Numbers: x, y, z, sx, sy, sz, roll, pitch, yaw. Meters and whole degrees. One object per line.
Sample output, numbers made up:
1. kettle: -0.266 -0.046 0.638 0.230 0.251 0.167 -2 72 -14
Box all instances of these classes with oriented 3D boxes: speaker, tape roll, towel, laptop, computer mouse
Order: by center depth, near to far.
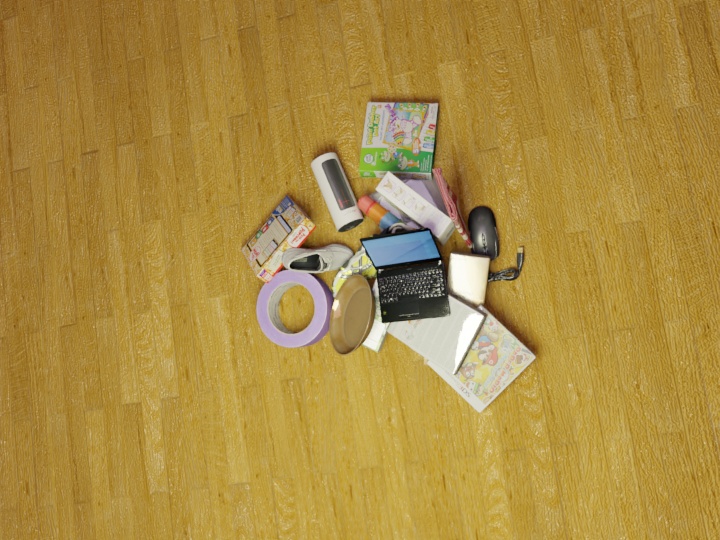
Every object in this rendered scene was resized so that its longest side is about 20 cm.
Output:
1. laptop: 0.104 0.017 1.419 0.174 0.103 0.205 -8 86 22
2. towel: 0.230 -0.148 1.477 0.022 0.200 0.146 -22 65 14
3. computer mouse: 0.342 -0.067 1.538 0.137 0.046 0.205 -2 84 14
4. tape roll: -0.171 0.102 1.619 0.196 0.085 0.205 -1 84 13
5. speaker: -0.062 -0.207 1.626 0.080 0.081 0.203 -24 80 9

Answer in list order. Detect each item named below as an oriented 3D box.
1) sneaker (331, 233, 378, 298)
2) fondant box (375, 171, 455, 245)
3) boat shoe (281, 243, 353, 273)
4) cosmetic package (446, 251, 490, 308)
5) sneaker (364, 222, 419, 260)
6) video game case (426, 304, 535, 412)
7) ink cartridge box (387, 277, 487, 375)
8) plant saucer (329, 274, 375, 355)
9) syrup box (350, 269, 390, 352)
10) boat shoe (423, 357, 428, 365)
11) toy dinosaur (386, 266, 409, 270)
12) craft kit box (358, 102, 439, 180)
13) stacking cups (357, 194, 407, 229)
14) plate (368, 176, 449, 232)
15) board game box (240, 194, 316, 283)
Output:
1. sneaker: 0.000 0.000 1.595 0.076 0.075 0.201 41 96 13
2. fondant box: 0.139 -0.152 1.509 0.199 0.144 0.059 38 94 12
3. boat shoe: -0.104 -0.021 1.582 0.196 0.065 0.075 -7 117 -20
4. cosmetic package: 0.262 0.060 1.513 0.103 0.071 0.205 6 97 12
5. sneaker: 0.076 -0.072 1.485 0.197 0.079 0.080 -8 60 41
6. video game case: 0.291 0.216 1.478 0.182 0.023 0.201 42 105 2
7. ink cartridge box: 0.183 0.129 1.467 0.198 0.047 0.162 31 101 23
8. plant saucer: -0.015 0.113 1.512 0.035 0.199 0.204 15 88 -30
9. syrup box: 0.052 0.101 1.569 0.078 0.081 0.203 23 88 9
10. boat shoe: 0.164 0.143 1.545 0.068 0.074 0.204 -14 83 5
11. toy dinosaur: 0.130 0.058 1.511 0.100 0.058 0.203 -25 91 10
12. craft kit box: 0.103 -0.343 1.604 0.193 0.049 0.204 3 75 15
13. stacking cups: 0.076 -0.124 1.563 0.199 0.060 0.061 40 94 12
14. plate: 0.132 -0.159 1.602 0.198 0.032 0.202 -32 80 7
15. board game box: -0.222 -0.086 1.626 0.200 0.046 0.152 -48 40 5
